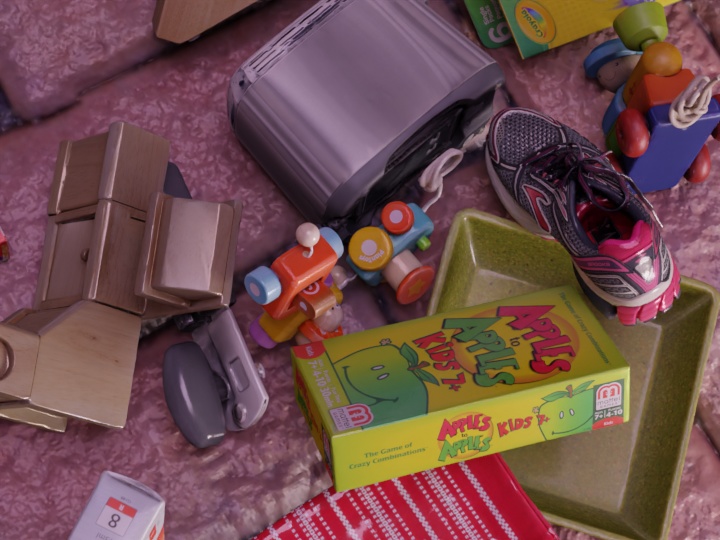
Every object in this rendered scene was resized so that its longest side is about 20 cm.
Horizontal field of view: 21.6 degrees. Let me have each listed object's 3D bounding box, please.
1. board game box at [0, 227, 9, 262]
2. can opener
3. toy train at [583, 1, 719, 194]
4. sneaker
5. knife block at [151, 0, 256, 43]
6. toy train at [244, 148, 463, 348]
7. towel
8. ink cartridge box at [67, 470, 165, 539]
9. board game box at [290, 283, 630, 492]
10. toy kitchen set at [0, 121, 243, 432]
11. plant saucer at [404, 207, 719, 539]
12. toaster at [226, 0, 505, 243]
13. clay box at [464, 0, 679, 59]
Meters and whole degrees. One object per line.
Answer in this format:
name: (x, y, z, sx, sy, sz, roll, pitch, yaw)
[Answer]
board game box: (-0.362, -0.041, 1.286, 0.200, 0.046, 0.152, -24, 78, -15)
can opener: (-0.118, 0.020, 1.292, 0.066, 0.053, 0.200, -6, 68, -42)
toy train: (0.211, -0.139, 1.321, 0.084, 0.200, 0.116, -10, 70, -11)
sneaker: (0.150, -0.054, 1.280, 0.081, 0.075, 0.200, -33, 49, -6)
knife block: (-0.095, -0.281, 1.329, 0.200, 0.064, 0.176, -30, 108, 1)
toy train: (0.000, 0.000, 1.260, 0.200, 0.150, 0.056, -32, 75, -36)
towel: (0.027, 0.199, 1.247, 0.200, 0.022, 0.145, -32, 89, -4)
ink cartridge box: (-0.182, 0.234, 1.164, 0.050, 0.162, 0.200, 23, 71, 2)
board game box: (0.064, 0.074, 1.233, 0.200, 0.048, 0.102, -13, 35, -12)
toy kitchen set: (-0.198, -0.015, 1.200, 0.180, 0.163, 0.200, 21, 70, -40)
plant saucer: (0.133, 0.080, 1.318, 0.200, 0.048, 0.200, 18, 71, -3)
toaster: (-0.005, -0.113, 1.328, 0.200, 0.114, 0.129, -41, 78, -15)
clay box: (0.164, -0.232, 1.356, 0.200, 0.048, 0.115, -21, 116, 13)
